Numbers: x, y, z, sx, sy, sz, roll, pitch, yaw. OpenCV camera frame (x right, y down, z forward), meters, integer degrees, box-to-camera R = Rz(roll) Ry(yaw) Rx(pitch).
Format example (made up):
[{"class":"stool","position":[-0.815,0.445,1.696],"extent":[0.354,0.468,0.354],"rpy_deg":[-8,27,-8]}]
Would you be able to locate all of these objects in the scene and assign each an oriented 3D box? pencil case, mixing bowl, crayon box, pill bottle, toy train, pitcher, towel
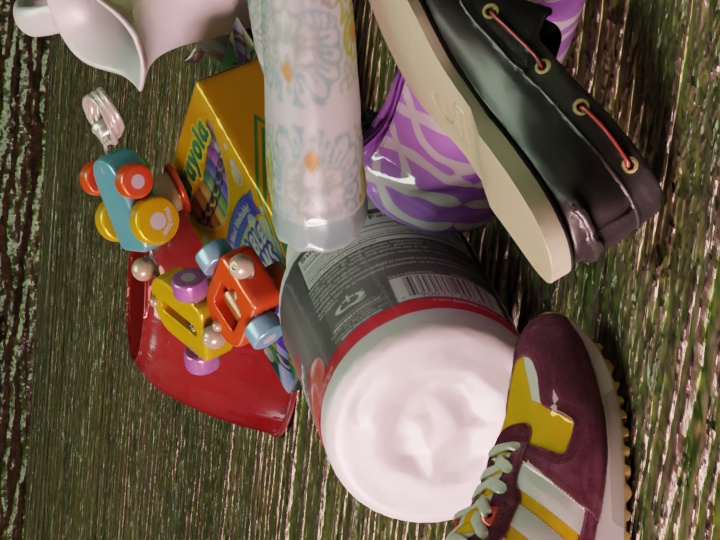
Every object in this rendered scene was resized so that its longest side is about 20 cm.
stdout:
[{"class":"pencil case","position":[0.053,-0.103,1.270],"extent":[0.201,0.085,0.084],"rpy_deg":[105,161,-49]},{"class":"mixing bowl","position":[-0.109,0.018,1.923],"extent":[0.200,0.108,0.202],"rpy_deg":[-178,90,-77]},{"class":"crayon box","position":[-0.061,-0.040,1.664],"extent":[0.201,0.051,0.126],"rpy_deg":[60,156,19]},{"class":"pill bottle","position":[0.018,0.032,1.348],"extent":[0.200,0.110,0.111],"rpy_deg":[-114,28,-63]},{"class":"toy train","position":[-0.100,-0.022,1.639],"extent":[0.200,0.055,0.151],"rpy_deg":[54,153,22]},{"class":"pitcher","position":[-0.118,-0.205,1.722],"extent":[0.171,0.200,0.122],"rpy_deg":[17,138,50]},{"class":"towel","position":[-0.030,-0.121,1.261],"extent":[0.200,0.048,0.172],"rpy_deg":[-103,6,-67]}]

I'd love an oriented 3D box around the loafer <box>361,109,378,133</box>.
[{"class":"loafer","position":[0.000,0.000,1.512],"extent":[0.071,0.073,0.201],"rpy_deg":[113,155,-56]}]

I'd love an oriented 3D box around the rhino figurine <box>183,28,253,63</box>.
[{"class":"rhino figurine","position":[-0.081,-0.173,1.862],"extent":[0.200,0.087,0.060],"rpy_deg":[164,107,-76]}]

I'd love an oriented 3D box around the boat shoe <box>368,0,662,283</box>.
[{"class":"boat shoe","position":[0.057,-0.088,1.156],"extent":[0.202,0.063,0.074],"rpy_deg":[57,170,26]}]

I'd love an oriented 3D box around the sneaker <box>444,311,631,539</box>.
[{"class":"sneaker","position":[0.067,0.115,1.167],"extent":[0.075,0.089,0.201],"rpy_deg":[127,143,-68]}]
